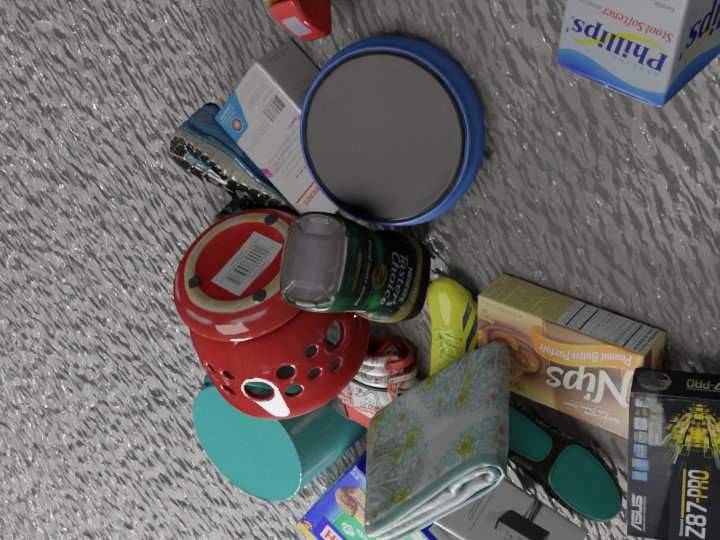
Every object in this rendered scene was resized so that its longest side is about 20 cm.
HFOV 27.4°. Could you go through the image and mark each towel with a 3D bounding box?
[{"bbox_3d":[0.080,0.183,1.576,0.048,0.172,0.200,33,130,-28],"label":"towel"}]

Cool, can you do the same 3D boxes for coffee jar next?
[{"bbox_3d":[0.000,0.000,1.594,0.085,0.200,0.105,8,89,31],"label":"coffee jar"}]

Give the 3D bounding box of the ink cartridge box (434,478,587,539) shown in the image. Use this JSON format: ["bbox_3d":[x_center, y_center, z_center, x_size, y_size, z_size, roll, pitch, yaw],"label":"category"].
[{"bbox_3d":[0.136,0.266,1.669,0.200,0.084,0.144,35,175,-27],"label":"ink cartridge box"}]

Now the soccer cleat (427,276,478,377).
[{"bbox_3d":[0.105,0.103,1.671,0.065,0.084,0.201,13,127,35],"label":"soccer cleat"}]

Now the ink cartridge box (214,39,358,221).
[{"bbox_3d":[-0.055,-0.140,1.643,0.200,0.068,0.115,48,138,3],"label":"ink cartridge box"}]

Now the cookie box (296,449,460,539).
[{"bbox_3d":[0.030,0.331,1.915,0.171,0.075,0.200,44,140,5],"label":"cookie box"}]

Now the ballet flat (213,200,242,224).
[{"bbox_3d":[-0.171,-0.012,1.845,0.074,0.074,0.200,35,137,17],"label":"ballet flat"}]

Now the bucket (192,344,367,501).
[{"bbox_3d":[-0.106,0.183,1.880,0.207,0.135,0.208,22,132,27],"label":"bucket"}]

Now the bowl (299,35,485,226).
[{"bbox_3d":[0.029,-0.141,1.532,0.200,0.039,0.201,6,107,20],"label":"bowl"}]

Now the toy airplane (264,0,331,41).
[{"bbox_3d":[-0.097,-0.344,1.473,0.199,0.141,0.200,36,138,16],"label":"toy airplane"}]

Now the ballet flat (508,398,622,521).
[{"bbox_3d":[0.209,0.206,1.658,0.200,0.074,0.074,41,140,-10],"label":"ballet flat"}]

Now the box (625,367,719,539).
[{"bbox_3d":[0.355,0.195,1.509,0.161,0.049,0.201,6,126,16],"label":"box"}]

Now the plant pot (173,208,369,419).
[{"bbox_3d":[-0.109,0.041,1.692,0.200,0.201,0.183,16,150,33],"label":"plant pot"}]

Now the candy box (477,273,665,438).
[{"bbox_3d":[0.221,0.091,1.579,0.199,0.055,0.116,20,131,29],"label":"candy box"}]

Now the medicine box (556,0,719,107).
[{"bbox_3d":[0.257,-0.265,1.182,0.103,0.182,0.201,27,135,25],"label":"medicine box"}]

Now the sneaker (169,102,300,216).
[{"bbox_3d":[-0.118,-0.122,1.706,0.200,0.090,0.078,37,154,-18],"label":"sneaker"}]

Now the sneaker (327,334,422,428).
[{"bbox_3d":[0.058,0.152,1.761,0.201,0.067,0.108,27,122,12],"label":"sneaker"}]
